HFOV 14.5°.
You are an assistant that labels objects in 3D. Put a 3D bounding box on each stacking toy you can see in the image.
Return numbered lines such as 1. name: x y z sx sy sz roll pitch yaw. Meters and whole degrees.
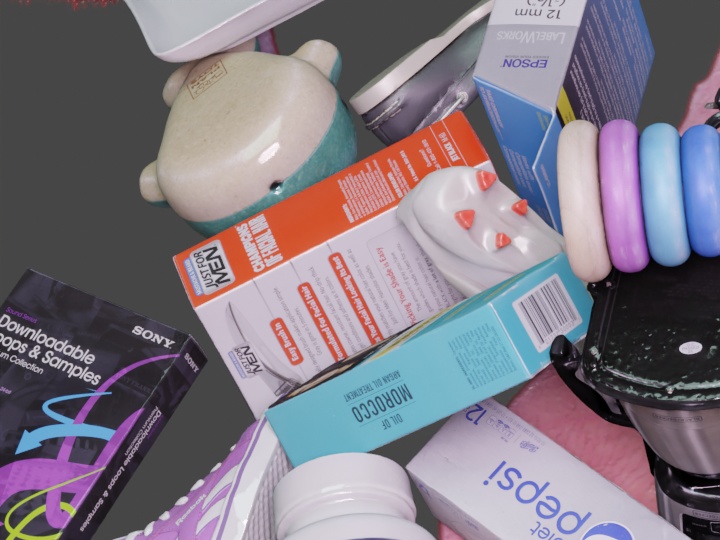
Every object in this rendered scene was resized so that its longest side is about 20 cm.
1. stacking toy: 0.205 -0.046 1.467 0.199 0.085 0.086 -6 55 11

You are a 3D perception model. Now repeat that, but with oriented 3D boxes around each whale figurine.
1. whale figurine: -0.069 -0.085 1.844 0.159 0.104 0.200 -38 29 3

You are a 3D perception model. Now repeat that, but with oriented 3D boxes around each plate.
1. plate: -0.062 -0.207 1.909 0.199 0.032 0.200 -27 25 -3

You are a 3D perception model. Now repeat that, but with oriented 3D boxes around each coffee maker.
1. coffee maker: 0.214 0.043 1.576 0.134 0.200 0.192 27 70 30

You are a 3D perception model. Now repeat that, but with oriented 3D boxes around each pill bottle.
1. pill bottle: 0.000 0.208 1.597 0.111 0.111 0.201 -16 53 9

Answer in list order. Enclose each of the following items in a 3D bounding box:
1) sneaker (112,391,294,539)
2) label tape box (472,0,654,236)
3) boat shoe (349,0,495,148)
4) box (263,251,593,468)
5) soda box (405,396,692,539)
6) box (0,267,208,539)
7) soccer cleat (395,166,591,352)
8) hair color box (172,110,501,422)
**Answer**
1. sneaker: -0.102 0.151 1.700 0.114 0.073 0.201 11 60 31
2. label tape box: 0.120 -0.102 1.739 0.066 0.143 0.201 5 57 23
3. boat shoe: 0.087 -0.143 1.850 0.200 0.073 0.063 -36 96 -12
4. box: 0.040 0.056 1.629 0.200 0.049 0.082 -27 3 43
5. soda box: 0.122 0.154 1.620 0.200 0.064 0.068 34 74 34
6. box: -0.207 0.104 1.790 0.143 0.036 0.200 20 65 30
7. soccer cleat: 0.106 0.010 1.671 0.069 0.200 0.077 -56 19 -23
8. hair color box: 0.000 0.000 1.733 0.199 0.111 0.064 -27 38 0
